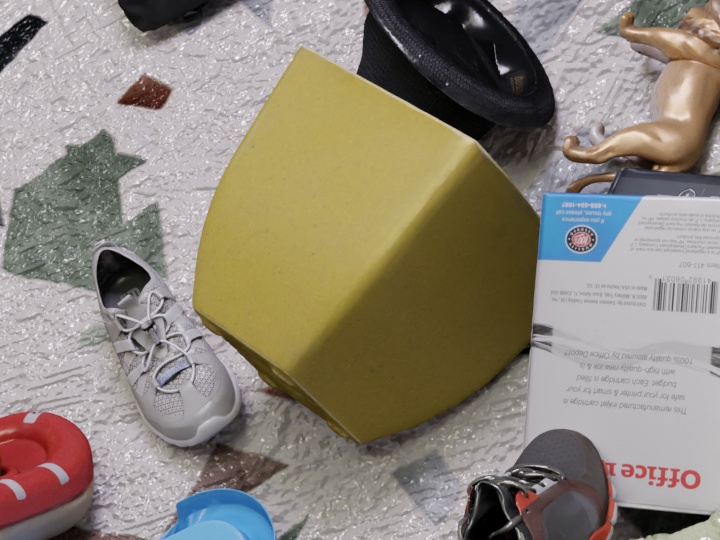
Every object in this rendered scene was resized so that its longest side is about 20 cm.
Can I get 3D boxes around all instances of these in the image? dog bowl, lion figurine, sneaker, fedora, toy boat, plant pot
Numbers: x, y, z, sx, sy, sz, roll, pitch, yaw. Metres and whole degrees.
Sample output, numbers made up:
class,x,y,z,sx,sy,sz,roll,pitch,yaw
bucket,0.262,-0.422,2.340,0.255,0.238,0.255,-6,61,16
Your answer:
class,x,y,z,sx,sy,sz,roll,pitch,yaw
dog bowl,-0.140,0.230,1.743,0.200,0.050,0.112,-26,46,7
lion figurine,0.234,-0.125,1.833,0.122,0.072,0.200,18,77,23
sneaker,0.101,0.148,1.520,0.077,0.082,0.200,-9,31,24
sneaker,-0.157,0.055,1.872,0.075,0.082,0.200,-37,46,-4
fedora,0.051,-0.152,1.905,0.092,0.200,0.201,-52,40,24
toy boat,-0.278,0.131,1.795,0.130,0.200,0.131,2,100,27
plant pot,0.000,0.000,1.766,0.194,0.196,0.200,32,79,42

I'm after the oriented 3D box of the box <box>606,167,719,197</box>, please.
class,x,y,z,sx,sy,sz,roll,pitch,yaw
box,0.245,0.011,1.720,0.200,0.046,0.159,8,58,32

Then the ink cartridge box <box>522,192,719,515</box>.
class,x,y,z,sx,sy,sz,roll,pitch,yaw
ink cartridge box,0.191,0.053,1.629,0.146,0.084,0.200,4,88,30

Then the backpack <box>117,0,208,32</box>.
class,x,y,z,sx,sy,sz,roll,pitch,yaw
backpack,-0.162,-0.327,2.163,0.163,0.154,0.200,-29,33,13

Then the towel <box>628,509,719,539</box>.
class,x,y,z,sx,sy,sz,roll,pitch,yaw
towel,0.235,0.237,1.512,0.148,0.036,0.200,-22,65,9
